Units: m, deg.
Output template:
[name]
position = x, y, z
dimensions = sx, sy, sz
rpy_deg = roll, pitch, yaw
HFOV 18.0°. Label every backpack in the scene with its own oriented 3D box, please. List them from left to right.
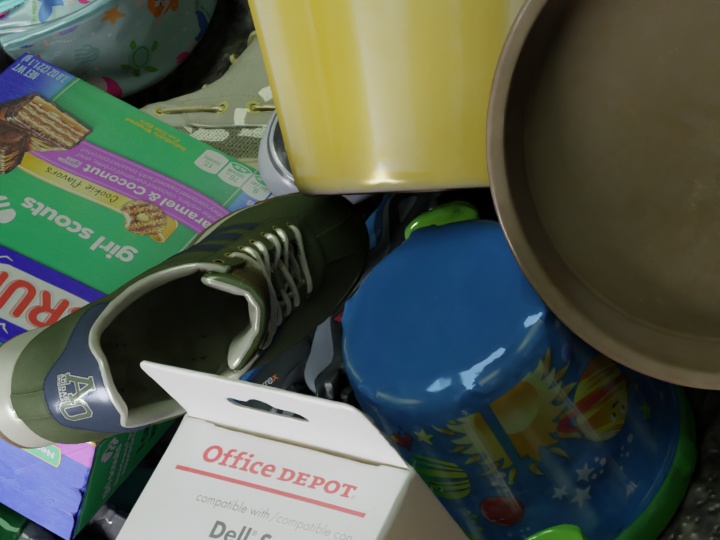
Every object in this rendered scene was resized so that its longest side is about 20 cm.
[backpack]
position = -0.181, -0.173, 1.285
dimensions = 0.200, 0.151, 0.178
rpy_deg = -9, 49, 18

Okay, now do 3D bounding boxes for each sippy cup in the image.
[sippy cup]
position = 0.059, 0.051, 0.965
dimensions = 0.178, 0.130, 0.140
rpy_deg = 26, 71, 41

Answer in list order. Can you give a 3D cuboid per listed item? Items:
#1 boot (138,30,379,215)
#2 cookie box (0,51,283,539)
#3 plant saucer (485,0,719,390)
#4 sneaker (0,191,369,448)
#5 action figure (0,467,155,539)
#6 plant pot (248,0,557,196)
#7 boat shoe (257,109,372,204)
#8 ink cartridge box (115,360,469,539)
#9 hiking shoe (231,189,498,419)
[boot]
position = -0.063, -0.095, 1.196
dimensions = 0.200, 0.072, 0.155
rpy_deg = 6, 59, 26
[cookie box]
position = -0.146, 0.006, 1.069
dimensions = 0.171, 0.075, 0.200
rpy_deg = 28, 45, 11
[plant saucer]
position = 0.147, -0.053, 0.903
dimensions = 0.200, 0.200, 0.029
rpy_deg = -37, 7, -1
[sneaker]
position = -0.056, 0.019, 0.956
dimensions = 0.200, 0.067, 0.090
rpy_deg = -28, 10, -34
[action figure]
position = -0.165, 0.108, 1.060
dimensions = 0.200, 0.055, 0.118
rpy_deg = 23, 55, 17
[plant pot]
position = 0.033, -0.128, 0.976
dimensions = 0.201, 0.201, 0.189
rpy_deg = -2, 92, 29
[boat shoe]
position = 0.032, -0.104, 1.112
dimensions = 0.200, 0.066, 0.070
rpy_deg = -34, 75, -27
[ink cartridge box]
position = -0.015, 0.122, 0.900
dimensions = 0.117, 0.200, 0.067
rpy_deg = 10, 60, 36
[hiking shoe]
position = 0.000, 0.000, 1.080
dimensions = 0.087, 0.074, 0.200
rpy_deg = 21, 67, 39
